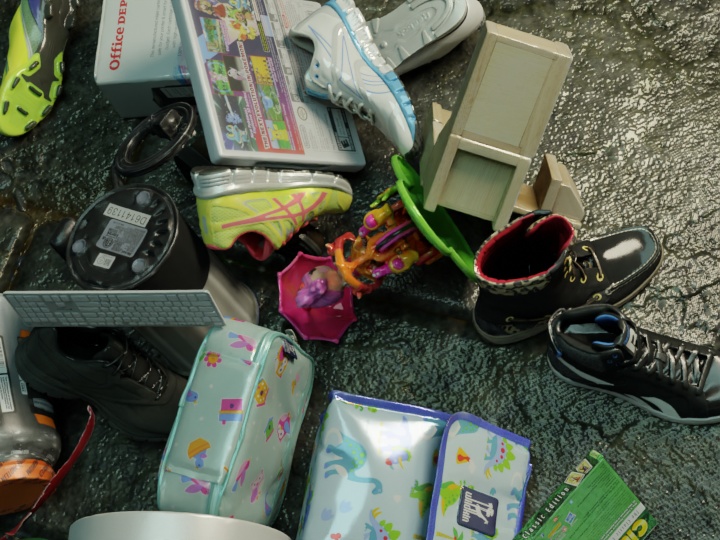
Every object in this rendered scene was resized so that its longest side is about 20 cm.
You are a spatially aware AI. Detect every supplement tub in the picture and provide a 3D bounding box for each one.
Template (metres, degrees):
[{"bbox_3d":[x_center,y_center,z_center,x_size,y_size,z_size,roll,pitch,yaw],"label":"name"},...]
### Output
[{"bbox_3d":[-0.367,0.134,1.318,0.122,0.123,0.200,-19,65,4],"label":"supplement tub"}]

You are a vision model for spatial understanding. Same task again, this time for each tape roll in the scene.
[{"bbox_3d":[-0.162,0.300,1.159,0.203,0.203,0.139,-2,66,11],"label":"tape roll"}]

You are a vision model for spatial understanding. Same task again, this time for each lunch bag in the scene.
[{"bbox_3d":[-0.107,0.148,1.239,0.077,0.160,0.200,12,76,22],"label":"lunch bag"},{"bbox_3d":[0.050,0.215,1.200,0.200,0.127,0.170,13,69,-4],"label":"lunch bag"}]

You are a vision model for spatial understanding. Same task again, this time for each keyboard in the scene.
[{"bbox_3d":[-0.223,0.034,1.198,0.200,0.056,0.011,-1,61,14],"label":"keyboard"}]

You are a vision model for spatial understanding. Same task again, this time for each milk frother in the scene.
[{"bbox_3d":[-0.181,-0.032,1.309,0.180,0.188,0.200,36,79,34],"label":"milk frother"}]

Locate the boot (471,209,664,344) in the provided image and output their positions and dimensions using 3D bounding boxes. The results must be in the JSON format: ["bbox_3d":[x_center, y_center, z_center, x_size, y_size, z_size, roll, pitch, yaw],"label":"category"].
[{"bbox_3d":[0.193,-0.007,1.242,0.200,0.151,0.073,-21,66,1],"label":"boot"}]

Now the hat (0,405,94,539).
[{"bbox_3d":[-0.309,0.270,1.266,0.200,0.166,0.176,-21,28,35],"label":"hat"}]

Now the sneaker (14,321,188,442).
[{"bbox_3d":[-0.233,0.102,1.285,0.200,0.091,0.076,23,48,-16],"label":"sneaker"}]

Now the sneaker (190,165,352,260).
[{"bbox_3d":[-0.086,-0.055,1.288,0.078,0.200,0.090,3,94,44],"label":"sneaker"}]

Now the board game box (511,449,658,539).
[{"bbox_3d":[0.169,0.263,1.163,0.200,0.105,0.023,-46,27,-10],"label":"board game box"}]

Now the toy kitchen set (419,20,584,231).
[{"bbox_3d":[0.161,-0.146,1.263,0.163,0.181,0.200,16,25,-6],"label":"toy kitchen set"}]

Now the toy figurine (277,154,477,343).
[{"bbox_3d":[0.000,0.000,1.279,0.184,0.200,0.150,-35,86,10],"label":"toy figurine"}]

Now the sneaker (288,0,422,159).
[{"bbox_3d":[-0.008,-0.185,1.347,0.087,0.075,0.200,-28,67,-8],"label":"sneaker"}]

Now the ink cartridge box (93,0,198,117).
[{"bbox_3d":[-0.180,-0.255,1.468,0.200,0.083,0.146,-2,67,11],"label":"ink cartridge box"}]

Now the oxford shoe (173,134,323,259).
[{"bbox_3d":[-0.102,-0.086,1.387,0.084,0.073,0.200,-42,68,-17],"label":"oxford shoe"}]

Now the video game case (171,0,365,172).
[{"bbox_3d":[-0.094,-0.195,1.352,0.023,0.182,0.200,-34,64,46],"label":"video game case"}]

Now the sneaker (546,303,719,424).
[{"bbox_3d":[0.265,0.084,1.209,0.200,0.112,0.073,10,70,16],"label":"sneaker"}]

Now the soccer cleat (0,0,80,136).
[{"bbox_3d":[-0.381,-0.243,1.529,0.084,0.065,0.200,-2,68,44],"label":"soccer cleat"}]

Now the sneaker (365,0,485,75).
[{"bbox_3d":[0.040,-0.237,1.424,0.200,0.080,0.076,-22,79,24],"label":"sneaker"}]
